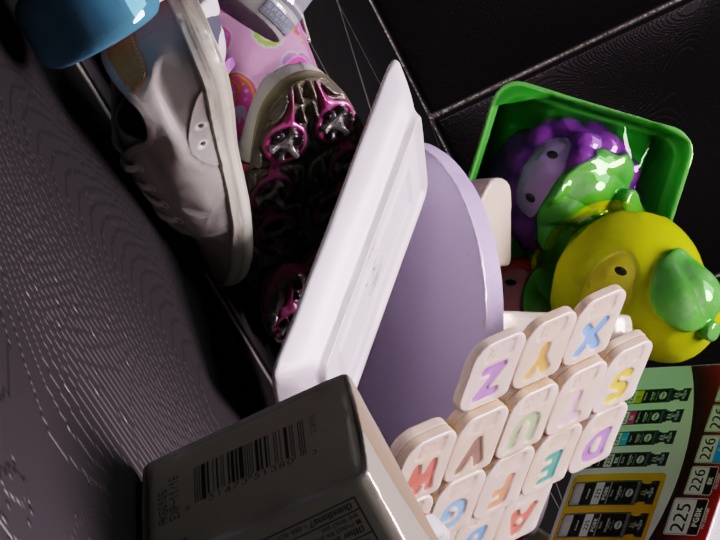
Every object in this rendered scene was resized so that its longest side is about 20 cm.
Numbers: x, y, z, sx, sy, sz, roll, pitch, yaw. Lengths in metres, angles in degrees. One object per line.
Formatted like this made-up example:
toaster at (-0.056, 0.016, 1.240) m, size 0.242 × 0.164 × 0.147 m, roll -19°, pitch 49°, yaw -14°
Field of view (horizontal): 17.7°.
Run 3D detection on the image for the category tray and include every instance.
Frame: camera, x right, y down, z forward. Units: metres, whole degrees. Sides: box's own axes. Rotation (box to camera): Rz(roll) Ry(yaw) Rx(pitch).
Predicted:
tray at (0.000, 0.000, 1.183) m, size 0.107 × 0.022 × 0.200 m, roll 80°, pitch 25°, yaw -56°

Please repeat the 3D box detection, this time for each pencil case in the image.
pencil case at (-0.052, -0.095, 1.415) m, size 0.087 × 0.087 × 0.200 m, roll 49°, pitch 18°, yaw -67°

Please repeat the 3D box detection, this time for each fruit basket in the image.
fruit basket at (0.129, -0.001, 1.412) m, size 0.216 × 0.155 × 0.216 m, roll -164°, pitch -90°, yaw -78°

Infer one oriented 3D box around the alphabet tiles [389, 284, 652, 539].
alphabet tiles at (0.083, 0.098, 1.281) m, size 0.015 × 0.200 × 0.196 m, roll 43°, pitch -46°, yaw 29°

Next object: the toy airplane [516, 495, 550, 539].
toy airplane at (0.102, 0.124, 1.574) m, size 0.199 × 0.141 × 0.200 m, roll 58°, pitch 9°, yaw -51°

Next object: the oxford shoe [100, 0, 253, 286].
oxford shoe at (-0.090, -0.058, 1.127) m, size 0.200 × 0.058 × 0.075 m, roll 82°, pitch -17°, yaw -57°

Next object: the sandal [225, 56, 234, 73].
sandal at (-0.097, -0.115, 1.272) m, size 0.083 × 0.050 × 0.203 m, roll 58°, pitch 10°, yaw -48°

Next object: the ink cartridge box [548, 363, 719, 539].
ink cartridge box at (0.185, 0.168, 1.499) m, size 0.084 × 0.175 × 0.200 m, roll 41°, pitch 59°, yaw -33°

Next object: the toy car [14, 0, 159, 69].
toy car at (-0.086, -0.223, 1.011) m, size 0.185 × 0.200 × 0.177 m, roll 61°, pitch 19°, yaw -16°

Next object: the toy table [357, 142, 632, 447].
toy table at (0.050, 0.031, 1.333) m, size 0.117 × 0.183 × 0.201 m, roll 7°, pitch 94°, yaw -55°

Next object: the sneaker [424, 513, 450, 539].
sneaker at (-0.024, 0.112, 1.040) m, size 0.082 × 0.077 × 0.200 m, roll 39°, pitch -4°, yaw 20°

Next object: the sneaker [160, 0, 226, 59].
sneaker at (-0.127, -0.198, 1.207) m, size 0.130 × 0.079 × 0.200 m, roll 70°, pitch 10°, yaw -51°

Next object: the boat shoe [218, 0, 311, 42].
boat shoe at (-0.087, -0.202, 1.325) m, size 0.201 × 0.072 × 0.070 m, roll 39°, pitch -5°, yaw 37°

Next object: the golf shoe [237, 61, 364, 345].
golf shoe at (-0.046, -0.046, 1.237) m, size 0.092 × 0.072 × 0.200 m, roll 56°, pitch -22°, yaw 31°

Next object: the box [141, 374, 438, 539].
box at (0.001, 0.152, 0.893) m, size 0.078 × 0.095 × 0.200 m, roll -103°, pitch 168°, yaw -63°
